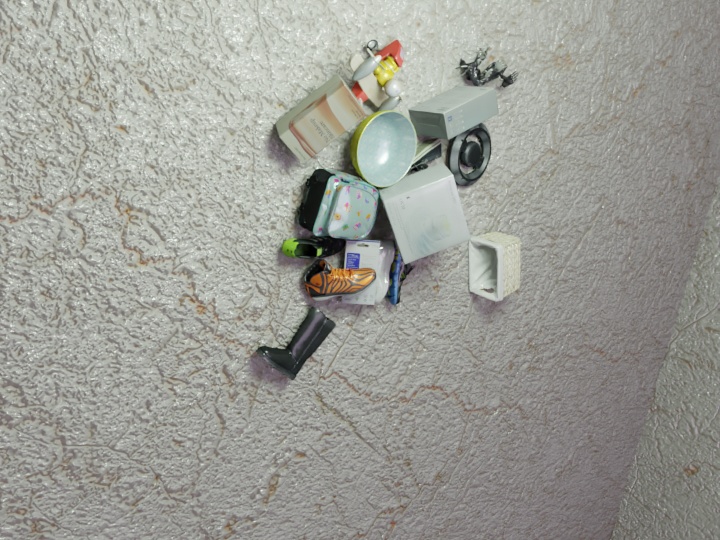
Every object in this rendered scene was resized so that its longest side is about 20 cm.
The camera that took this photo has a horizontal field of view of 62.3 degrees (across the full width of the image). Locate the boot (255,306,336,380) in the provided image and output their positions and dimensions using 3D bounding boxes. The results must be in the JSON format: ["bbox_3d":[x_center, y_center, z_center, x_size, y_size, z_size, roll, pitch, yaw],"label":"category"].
[{"bbox_3d":[-0.177,0.186,1.657,0.200,0.066,0.165,-51,136,-6],"label":"boot"}]

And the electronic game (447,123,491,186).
[{"bbox_3d":[0.340,-0.361,1.847,0.199,0.041,0.202,-20,121,-37],"label":"electronic game"}]

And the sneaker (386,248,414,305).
[{"bbox_3d":[0.123,0.010,1.806,0.082,0.071,0.201,2,102,-30],"label":"sneaker"}]

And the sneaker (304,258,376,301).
[{"bbox_3d":[-0.059,0.015,1.623,0.198,0.078,0.112,-18,134,3],"label":"sneaker"}]

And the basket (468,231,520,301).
[{"bbox_3d":[0.450,-0.019,1.993,0.123,0.135,0.202,-20,117,-33],"label":"basket"}]

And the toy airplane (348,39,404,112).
[{"bbox_3d":[0.038,-0.474,1.525,0.199,0.141,0.200,-30,142,-39],"label":"toy airplane"}]

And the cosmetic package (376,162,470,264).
[{"bbox_3d":[0.174,-0.156,1.632,0.199,0.123,0.201,-21,117,1],"label":"cosmetic package"}]

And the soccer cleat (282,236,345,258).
[{"bbox_3d":[-0.115,-0.059,1.603,0.199,0.081,0.068,-8,111,-36],"label":"soccer cleat"}]

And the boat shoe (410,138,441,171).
[{"bbox_3d":[0.164,-0.314,1.719,0.200,0.074,0.063,-36,118,-26],"label":"boat shoe"}]

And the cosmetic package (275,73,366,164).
[{"bbox_3d":[-0.097,-0.368,1.453,0.199,0.088,0.103,-36,128,13],"label":"cosmetic package"}]

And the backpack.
[{"bbox_3d":[-0.041,-0.167,1.576,0.199,0.153,0.177,2,110,-47],"label":"backpack"}]

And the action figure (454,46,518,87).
[{"bbox_3d":[0.369,-0.593,1.740,0.199,0.119,0.102,-7,144,-40],"label":"action figure"}]

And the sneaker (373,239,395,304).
[{"bbox_3d":[0.041,0.000,1.759,0.099,0.075,0.202,5,107,-13],"label":"sneaker"}]

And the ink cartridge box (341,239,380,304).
[{"bbox_3d":[0.000,0.000,1.697,0.098,0.039,0.202,5,115,-3],"label":"ink cartridge box"}]

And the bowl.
[{"bbox_3d":[0.043,-0.334,1.599,0.199,0.107,0.202,-15,117,-32],"label":"bowl"}]

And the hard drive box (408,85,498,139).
[{"bbox_3d":[0.264,-0.451,1.688,0.199,0.156,0.077,-31,122,-22],"label":"hard drive box"}]
